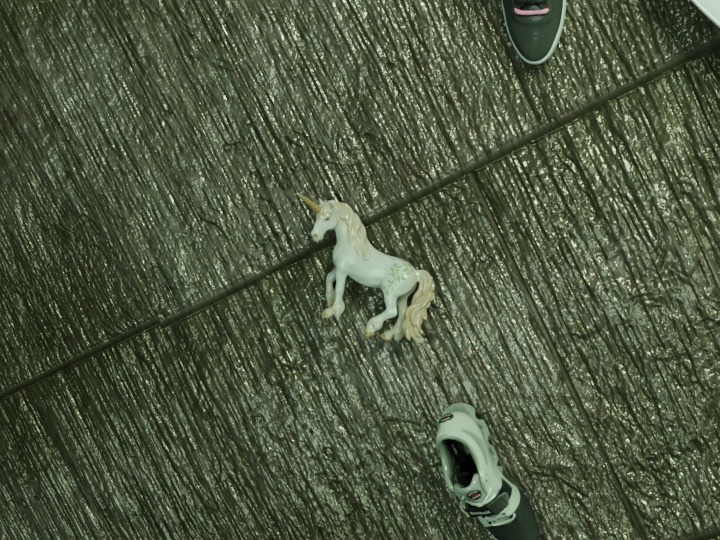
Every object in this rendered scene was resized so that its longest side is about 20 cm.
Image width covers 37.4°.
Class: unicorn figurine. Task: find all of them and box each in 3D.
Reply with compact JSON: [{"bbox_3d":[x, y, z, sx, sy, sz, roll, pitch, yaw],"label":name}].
[{"bbox_3d":[0.000,0.000,1.278,0.198,0.074,0.139,20,104,2],"label":"unicorn figurine"}]

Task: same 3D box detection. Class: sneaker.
[{"bbox_3d":[0.144,0.266,1.280,0.074,0.088,0.201,-31,93,27],"label":"sneaker"},{"bbox_3d":[0.169,-0.309,1.087,0.070,0.099,0.202,5,109,20],"label":"sneaker"}]

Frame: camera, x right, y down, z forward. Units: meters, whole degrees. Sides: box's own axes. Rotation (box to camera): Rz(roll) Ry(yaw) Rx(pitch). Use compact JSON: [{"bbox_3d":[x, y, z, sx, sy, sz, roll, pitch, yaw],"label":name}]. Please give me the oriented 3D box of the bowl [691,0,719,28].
[{"bbox_3d":[0.400,-0.318,0.996,0.200,0.075,0.200,45,117,5],"label":"bowl"}]
